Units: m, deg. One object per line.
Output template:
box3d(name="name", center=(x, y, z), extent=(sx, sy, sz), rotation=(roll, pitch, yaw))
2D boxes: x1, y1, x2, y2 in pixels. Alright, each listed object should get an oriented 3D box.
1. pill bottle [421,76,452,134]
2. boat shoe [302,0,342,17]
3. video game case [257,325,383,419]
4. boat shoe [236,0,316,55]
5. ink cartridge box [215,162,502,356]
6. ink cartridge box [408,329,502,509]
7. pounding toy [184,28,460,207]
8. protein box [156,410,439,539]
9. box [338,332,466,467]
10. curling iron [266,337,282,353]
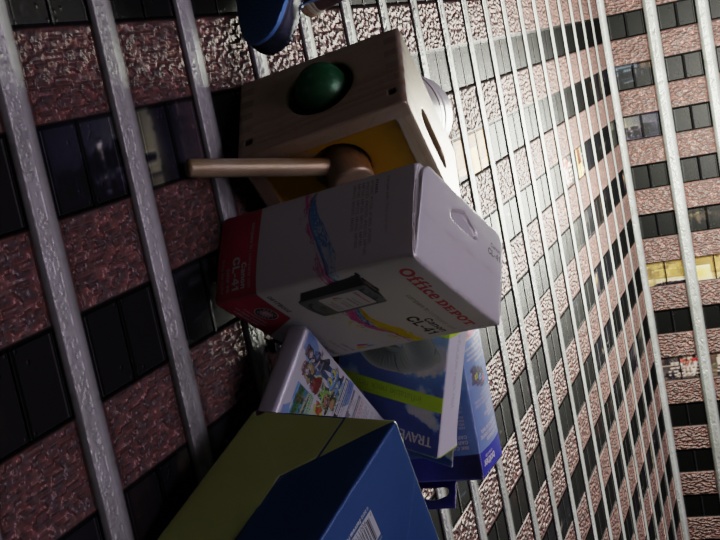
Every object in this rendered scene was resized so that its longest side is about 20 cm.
box3d(name="pill bottle", center=(0.026, -0.156, 1.222), extent=(0.200, 0.108, 0.112), rotation=(-25, 106, -67))
box3d(name="boat shoe", center=(-0.041, -0.360, 1.184), extent=(0.072, 0.064, 0.204), rotation=(20, 64, -63))
box3d(name="video game case", center=(-0.048, 0.179, 0.994), extent=(0.183, 0.022, 0.203), rotation=(54, 49, -49))
box3d(name="boat shoe", center=(-0.062, -0.279, 1.079), extent=(0.068, 0.083, 0.203), rotation=(37, 51, -44))
box3d(name="ink cartridge box", center=(0.000, 0.000, 0.969), extent=(0.147, 0.197, 0.087), rotation=(35, 52, -46))
box3d(name="ink cartridge box", center=(0.063, 0.138, 1.182), extent=(0.076, 0.134, 0.204), rotation=(-30, 110, -64))
box3d(name="pounding toy", center=(-0.027, -0.097, 1.016), extent=(0.201, 0.181, 0.144), rotation=(59, 20, -44))
box3d(name="protein box", center=(-0.040, 0.247, 0.851), extent=(0.199, 0.133, 0.202), rotation=(-52, 131, -44))
box3d(name="box", center=(0.038, 0.085, 1.107), extent=(0.047, 0.120, 0.204), rotation=(-21, 119, -57))
box3d(name="curling iron", center=(-0.040, 0.044, 1.110), extent=(0.050, 0.025, 0.200), rotation=(55, 30, 0))
